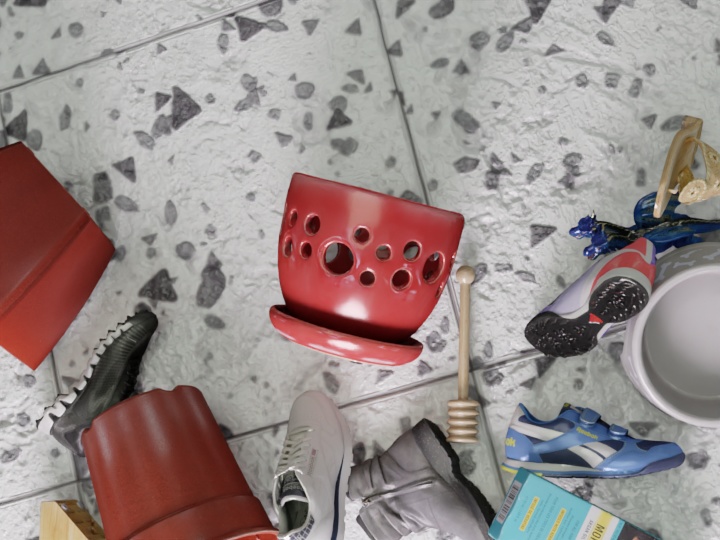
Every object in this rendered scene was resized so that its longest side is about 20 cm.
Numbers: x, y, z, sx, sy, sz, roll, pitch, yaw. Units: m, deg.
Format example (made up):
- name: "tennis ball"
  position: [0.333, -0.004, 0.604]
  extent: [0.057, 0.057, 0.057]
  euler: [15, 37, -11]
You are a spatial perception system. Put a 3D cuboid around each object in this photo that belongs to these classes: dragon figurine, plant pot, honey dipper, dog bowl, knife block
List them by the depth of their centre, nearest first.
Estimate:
- name: "dog bowl"
  position: [0.374, 0.074, 1.484]
  extent: [0.198, 0.059, 0.202]
  euler: [1, 101, 6]
- name: "dragon figurine"
  position: [0.329, -0.047, 1.516]
  extent: [0.198, 0.099, 0.059]
  euler: [-18, 62, 12]
- name: "plant pot"
  position: [0.000, 0.000, 1.547]
  extent: [0.199, 0.200, 0.184]
  euler: [16, 96, 14]
- name: "plant pot"
  position: [-0.214, 0.248, 1.570]
  extent: [0.200, 0.201, 0.196]
  euler: [-28, 69, 8]
- name: "honey dipper"
  position: [0.115, 0.094, 1.586]
  extent: [0.038, 0.038, 0.202]
  euler: [-2, 80, 13]
- name: "knife block"
  position: [-0.346, 0.393, 1.636]
  extent: [0.176, 0.064, 0.200]
  euler: [-46, 76, 3]
- name: "plant pot"
  position: [-0.407, -0.030, 1.652]
  extent: [0.176, 0.200, 0.200]
  euler: [-42, 75, -9]

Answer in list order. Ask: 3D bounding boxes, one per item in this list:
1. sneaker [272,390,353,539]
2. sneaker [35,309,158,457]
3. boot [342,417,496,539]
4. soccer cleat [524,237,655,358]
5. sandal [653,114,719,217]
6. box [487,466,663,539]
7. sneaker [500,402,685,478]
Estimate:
- name: "sneaker"
  position: [-0.060, 0.220, 1.561]
  extent: [0.076, 0.080, 0.201]
  euler: [-24, 53, 29]
- name: "sneaker"
  position: [-0.292, 0.140, 1.660]
  extent: [0.090, 0.066, 0.200]
  euler: [42, 97, 12]
- name: "boot"
  position: [0.074, 0.278, 1.561]
  extent: [0.131, 0.070, 0.201]
  euler: [-37, 65, 9]
- name: "soccer cleat"
  position: [0.250, 0.033, 1.513]
  extent: [0.068, 0.200, 0.073]
  euler: [35, 54, -9]
- name: "sandal"
  position: [0.361, -0.111, 1.475]
  extent: [0.069, 0.212, 0.078]
  euler: [14, 118, 14]
- name: "box"
  position: [0.242, 0.291, 1.486]
  extent: [0.199, 0.049, 0.083]
  euler: [27, 87, -6]
- name: "sneaker"
  position: [0.252, 0.186, 1.523]
  extent: [0.198, 0.074, 0.083]
  euler: [1, 81, 12]
